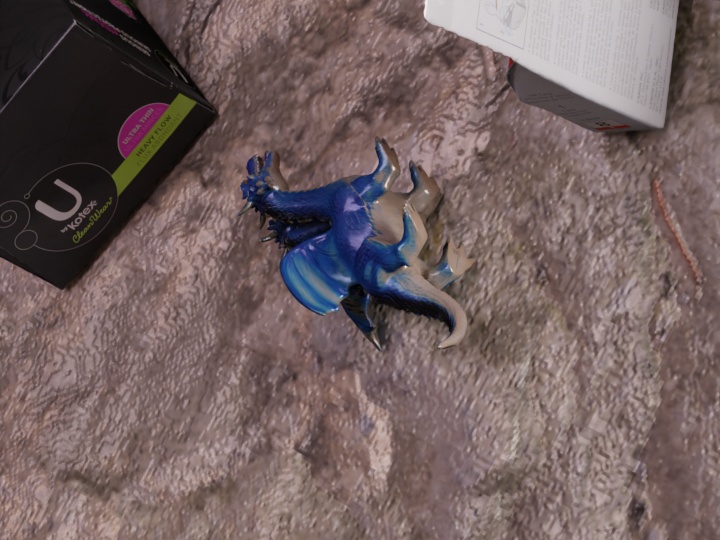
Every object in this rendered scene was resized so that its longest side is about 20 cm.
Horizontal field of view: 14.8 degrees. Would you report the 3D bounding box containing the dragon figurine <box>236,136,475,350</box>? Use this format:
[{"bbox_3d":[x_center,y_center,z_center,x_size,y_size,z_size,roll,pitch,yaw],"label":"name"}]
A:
[{"bbox_3d":[0.000,0.000,1.437,0.099,0.059,0.201,-41,47,18],"label":"dragon figurine"}]

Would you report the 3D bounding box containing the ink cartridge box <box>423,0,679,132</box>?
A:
[{"bbox_3d":[0.086,-0.166,1.332,0.050,0.199,0.163,-1,78,42],"label":"ink cartridge box"}]

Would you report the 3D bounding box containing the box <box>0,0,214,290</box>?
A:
[{"bbox_3d":[-0.208,-0.116,1.635,0.149,0.124,0.200,-49,44,10],"label":"box"}]
